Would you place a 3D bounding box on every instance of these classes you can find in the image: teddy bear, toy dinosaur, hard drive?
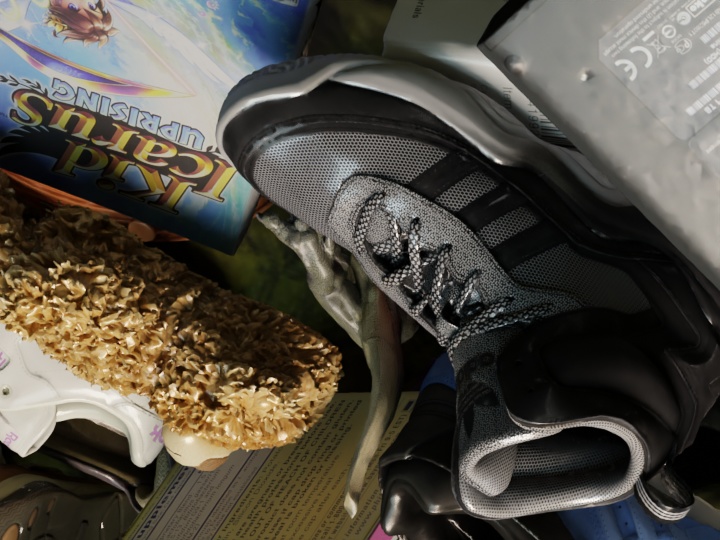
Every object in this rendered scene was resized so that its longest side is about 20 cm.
[{"bbox_3d":[-0.105,0.017,0.841,0.199,0.067,0.145,31,169,-10],"label":"teddy bear"},{"bbox_3d":[0.000,0.000,0.807,0.047,0.200,0.089,-14,114,12],"label":"toy dinosaur"},{"bbox_3d":[0.153,-0.045,0.667,0.200,0.033,0.139,44,124,-9],"label":"hard drive"}]

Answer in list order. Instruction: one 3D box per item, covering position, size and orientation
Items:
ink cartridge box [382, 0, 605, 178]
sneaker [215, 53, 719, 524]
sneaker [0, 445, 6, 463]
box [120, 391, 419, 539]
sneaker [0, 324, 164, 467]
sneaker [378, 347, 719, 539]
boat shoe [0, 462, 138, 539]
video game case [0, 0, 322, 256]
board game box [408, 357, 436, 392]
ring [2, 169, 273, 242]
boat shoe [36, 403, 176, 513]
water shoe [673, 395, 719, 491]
[{"bbox_3d":[0.119,-0.043,0.770,0.198,0.084,0.146,7,137,16],"label":"ink cartridge box"},{"bbox_3d":[0.034,0.009,0.710,0.199,0.114,0.076,25,140,-3],"label":"sneaker"},{"bbox_3d":[-0.211,0.080,1.056,0.080,0.076,0.201,-17,128,24],"label":"sneaker"},{"bbox_3d":[0.020,0.143,0.904,0.176,0.097,0.199,45,156,-21],"label":"box"},{"bbox_3d":[-0.161,0.020,0.936,0.198,0.100,0.075,21,167,1],"label":"sneaker"},{"bbox_3d":[0.083,0.116,0.774,0.076,0.111,0.200,-21,114,49],"label":"sneaker"},{"bbox_3d":[-0.156,0.124,1.040,0.073,0.076,0.200,20,171,20],"label":"boat shoe"},{"bbox_3d":[-0.115,-0.107,0.798,0.198,0.046,0.182,20,141,-1],"label":"video game case"},{"bbox_3d":[0.105,0.119,0.898,0.199,0.032,0.120,30,161,16],"label":"board game box"},{"bbox_3d":[-0.115,-0.080,0.876,0.199,0.019,0.201,12,139,11],"label":"ring"},{"bbox_3d":[-0.087,0.085,1.009,0.199,0.065,0.072,28,137,-10],"label":"boat shoe"},{"bbox_3d":[0.186,0.057,0.856,0.199,0.079,0.072,-18,128,36],"label":"water shoe"}]
